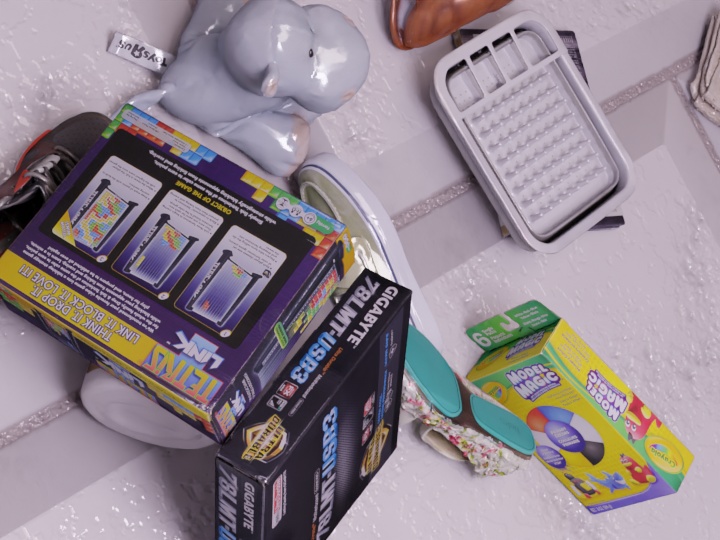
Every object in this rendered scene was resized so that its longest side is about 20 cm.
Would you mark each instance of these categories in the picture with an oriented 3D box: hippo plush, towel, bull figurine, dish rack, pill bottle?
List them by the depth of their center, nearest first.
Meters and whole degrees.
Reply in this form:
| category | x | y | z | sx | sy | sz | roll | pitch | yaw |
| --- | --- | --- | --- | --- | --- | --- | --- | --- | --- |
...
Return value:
| category | x | y | z | sx | sy | sz | roll | pitch | yaw |
| --- | --- | --- | --- | --- | --- | --- | --- | --- | --- |
| pill bottle | -0.130 | 0.021 | 1.173 | 0.110 | 0.111 | 0.202 | 26 | 60 | -23 |
| hippo plush | -0.079 | -0.183 | 1.250 | 0.198 | 0.160 | 0.161 | 15 | 65 | -29 |
| dish rack | 0.152 | -0.123 | 1.437 | 0.171 | 0.043 | 0.201 | -34 | 93 | -38 |
| bull figurine | 0.102 | -0.276 | 1.442 | 0.065 | 0.122 | 0.199 | 32 | 54 | 32 |
| towel | 0.435 | -0.178 | 1.673 | 0.199 | 0.034 | 0.134 | 35 | 59 | -20 |

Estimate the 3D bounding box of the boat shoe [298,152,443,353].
| category | x | y | z | sx | sy | sz | roll | pitch | yaw |
| --- | --- | --- | --- | --- | --- | --- | --- | --- | --- |
| boat shoe | 0.000 | 0.000 | 1.294 | 0.062 | 0.072 | 0.202 | -32 | 94 | -33 |

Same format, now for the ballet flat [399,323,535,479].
| category | x | y | z | sx | sy | sz | roll | pitch | yaw |
| --- | --- | --- | --- | --- | --- | --- | --- | --- | --- |
| ballet flat | 0.064 | 0.114 | 1.280 | 0.200 | 0.064 | 0.076 | 41 | 31 | -28 |

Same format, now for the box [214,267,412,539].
| category | x | y | z | sx | sy | sz | roll | pitch | yaw |
| --- | --- | --- | --- | --- | --- | --- | --- | --- | --- |
| box | -0.035 | 0.132 | 1.152 | 0.049 | 0.201 | 0.199 | 25 | 51 | 17 |

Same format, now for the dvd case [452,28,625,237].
| category | x | y | z | sx | sy | sz | roll | pitch | yaw |
| --- | --- | --- | --- | --- | --- | --- | --- | --- | --- |
| dvd case | 0.170 | -0.133 | 1.489 | 0.147 | 0.016 | 0.203 | -5 | 75 | -35 |

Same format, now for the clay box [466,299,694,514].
| category | x | y | z | sx | sy | sz | roll | pitch | yaw |
| --- | --- | --- | --- | --- | --- | --- | --- | --- | --- |
| clay box | 0.176 | 0.118 | 1.341 | 0.200 | 0.115 | 0.048 | 44 | 56 | -12 |

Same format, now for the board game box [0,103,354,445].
| category | x | y | z | sx | sy | sz | roll | pitch | yaw |
| --- | --- | --- | --- | --- | --- | --- | --- | --- | --- |
| board game box | -0.129 | -0.001 | 1.090 | 0.199 | 0.057 | 0.166 | 30 | 70 | 20 |

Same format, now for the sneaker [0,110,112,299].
| category | x | y | z | sx | sy | sz | roll | pitch | yaw |
| --- | --- | --- | --- | --- | --- | --- | --- | --- | --- |
| sneaker | -0.230 | -0.049 | 1.150 | 0.077 | 0.082 | 0.201 | 42 | 56 | -12 |
